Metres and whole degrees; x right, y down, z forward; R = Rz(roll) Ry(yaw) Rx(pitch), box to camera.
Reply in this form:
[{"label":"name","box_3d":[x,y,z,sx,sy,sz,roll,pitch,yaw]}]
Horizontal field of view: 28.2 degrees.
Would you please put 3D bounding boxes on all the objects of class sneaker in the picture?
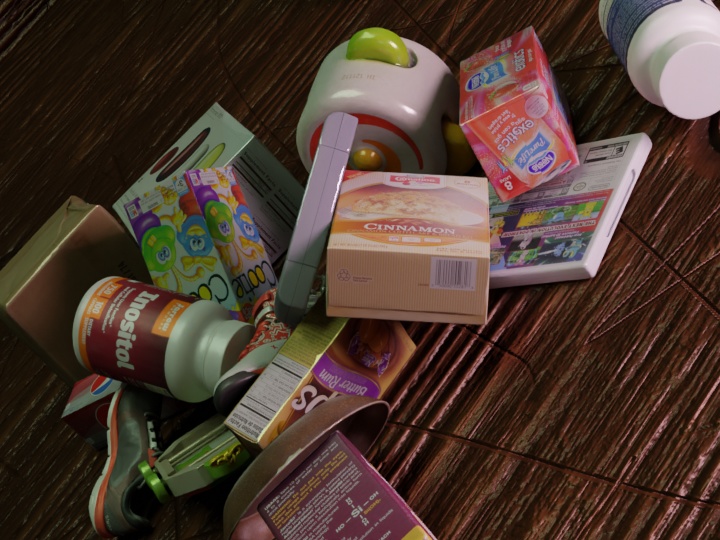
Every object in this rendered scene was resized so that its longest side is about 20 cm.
[{"label":"sneaker","box_3d":[-0.096,0.081,1.492,0.200,0.068,0.108,-20,52,-38]},{"label":"sneaker","box_3d":[-0.240,0.205,1.614,0.081,0.077,0.202,-5,65,30]}]

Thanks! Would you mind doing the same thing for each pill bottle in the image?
[{"label":"pill bottle","box_3d":[-0.209,0.079,1.575,0.198,0.114,0.114,12,56,28]},{"label":"pill bottle","box_3d":[0.319,-0.236,1.470,0.110,0.111,0.201,-34,29,15]}]

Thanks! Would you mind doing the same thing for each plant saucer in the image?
[{"label":"plant saucer","box_3d":[-0.056,0.181,1.320,0.200,0.200,0.035,-43,72,-2]}]

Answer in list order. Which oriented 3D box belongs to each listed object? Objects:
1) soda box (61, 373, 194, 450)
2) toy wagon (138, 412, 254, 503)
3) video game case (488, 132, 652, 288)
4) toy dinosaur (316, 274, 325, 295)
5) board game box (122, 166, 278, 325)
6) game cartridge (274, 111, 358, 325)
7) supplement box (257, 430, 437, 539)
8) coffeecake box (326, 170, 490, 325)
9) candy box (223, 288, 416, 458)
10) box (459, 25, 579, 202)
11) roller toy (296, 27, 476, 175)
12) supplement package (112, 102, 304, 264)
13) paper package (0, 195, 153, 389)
[{"label":"soda box","box_3d":[-0.266,0.144,1.735,0.199,0.070,0.064,-26,31,28]},{"label":"toy wagon","box_3d":[-0.152,0.189,1.500,0.154,0.040,0.200,-33,12,-12]},{"label":"video game case","box_3d":[0.190,-0.058,1.486,0.199,0.023,0.183,-7,44,46]},{"label":"toy dinosaur","box_3d":[0.000,0.000,1.623,0.198,0.047,0.089,-17,52,38]},{"label":"board game box","box_3d":[-0.176,-0.007,1.671,0.102,0.202,0.105,-25,-5,28]},{"label":"game cartridge","box_3d":[-0.046,-0.052,1.433,0.133,0.041,0.202,98,-173,-78]},{"label":"supplement box","box_3d":[0.015,0.245,1.184,0.103,0.131,0.200,-43,29,-4]},{"label":"coffeecake box","box_3d":[0.049,-0.026,1.403,0.151,0.074,0.201,3,25,3]},{"label":"candy box","box_3d":[-0.037,0.114,1.430,0.056,0.117,0.201,24,68,40]},{"label":"box","box_3d":[0.169,-0.171,1.542,0.094,0.103,0.201,-25,23,16]},{"label":"roller toy","box_3d":[0.023,-0.166,1.676,0.182,0.199,0.141,-31,29,41]},{"label":"supplement package","box_3d":[-0.189,-0.081,1.861,0.200,0.147,0.191,-45,28,-2]},{"label":"paper package","box_3d":[-0.352,0.039,1.852,0.191,0.200,0.103,-50,30,-16]}]
